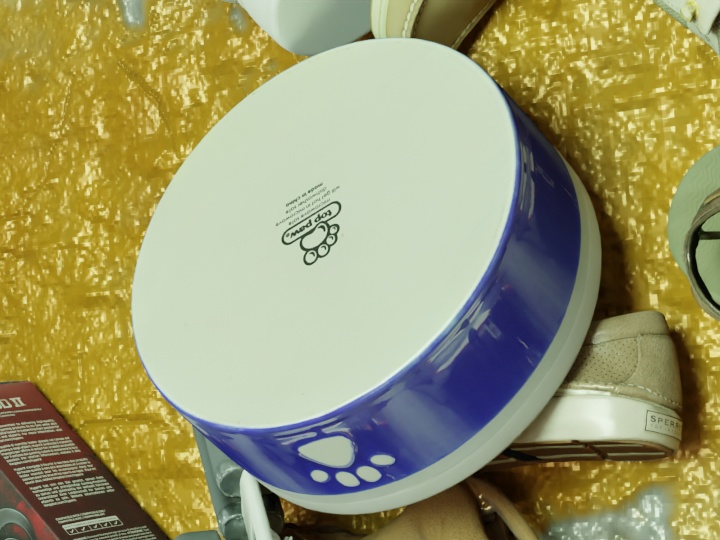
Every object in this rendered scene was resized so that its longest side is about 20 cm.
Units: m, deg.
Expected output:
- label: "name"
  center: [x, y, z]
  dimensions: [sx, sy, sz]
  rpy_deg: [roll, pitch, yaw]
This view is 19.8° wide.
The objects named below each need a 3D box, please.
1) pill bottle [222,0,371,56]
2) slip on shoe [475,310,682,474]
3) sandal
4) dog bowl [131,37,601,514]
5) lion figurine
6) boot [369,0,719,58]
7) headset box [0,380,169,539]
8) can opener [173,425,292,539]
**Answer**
- label: "pill bottle"
  center: [-0.062, -0.200, 0.979]
  dimensions: [0.200, 0.113, 0.113]
  rpy_deg: [47, 117, 27]
- label: "slip on shoe"
  center: [0.051, 0.055, 0.925]
  dimensions: [0.199, 0.076, 0.061]
  rpy_deg: [-8, 73, 37]
- label: "sandal"
  center: [0.160, -0.008, 0.800]
  dimensions: [0.201, 0.057, 0.080]
  rpy_deg: [-127, 46, -71]
- label: "dog bowl"
  center: [0.000, 0.000, 0.902]
  dimensions: [0.199, 0.079, 0.201]
  rpy_deg: [-20, 50, 25]
- label: "lion figurine"
  center: [0.017, 0.144, 0.964]
  dimensions: [0.199, 0.072, 0.123]
  rpy_deg: [-29, 63, 19]
- label: "boot"
  center: [0.102, -0.136, 0.886]
  dimensions: [0.155, 0.072, 0.200]
  rpy_deg: [47, 117, 24]
- label: "headset box"
  center: [-0.188, 0.167, 1.105]
  dimensions: [0.200, 0.077, 0.149]
  rpy_deg: [44, 116, 26]
- label: "can opener"
  center: [-0.064, 0.101, 0.960]
  dimensions: [0.200, 0.066, 0.053]
  rpy_deg: [-105, 15, -57]
